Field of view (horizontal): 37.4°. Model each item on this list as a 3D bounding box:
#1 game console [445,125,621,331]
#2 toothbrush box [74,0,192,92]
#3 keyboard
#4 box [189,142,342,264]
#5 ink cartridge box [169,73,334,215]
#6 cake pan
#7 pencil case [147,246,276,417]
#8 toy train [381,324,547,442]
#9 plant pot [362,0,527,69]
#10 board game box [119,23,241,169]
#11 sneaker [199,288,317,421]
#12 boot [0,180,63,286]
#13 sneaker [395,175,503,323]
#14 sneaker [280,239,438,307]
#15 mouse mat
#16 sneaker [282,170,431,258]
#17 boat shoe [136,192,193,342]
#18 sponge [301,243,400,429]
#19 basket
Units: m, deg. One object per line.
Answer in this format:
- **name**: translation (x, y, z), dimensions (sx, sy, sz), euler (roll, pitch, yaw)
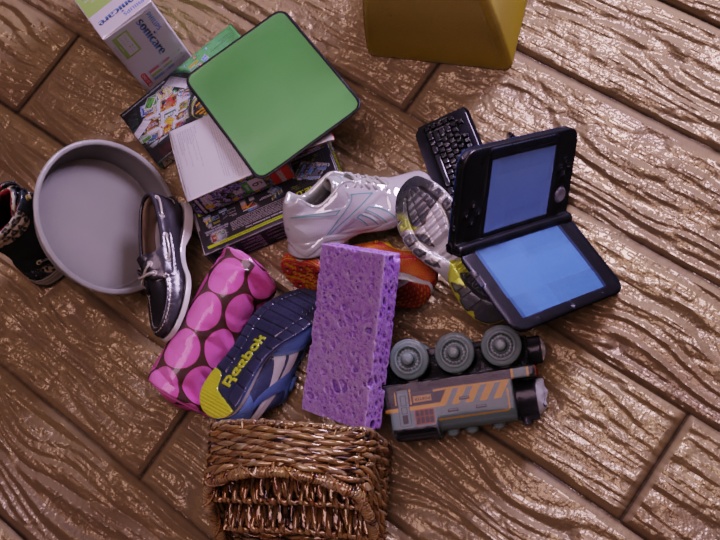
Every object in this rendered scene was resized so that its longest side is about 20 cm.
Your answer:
- **game console**: translation (0.203, -0.052, 1.171), dimensions (0.118, 0.199, 0.172), euler (27, 122, 40)
- **toothbrush box**: translation (-0.336, -0.366, 1.461), dimensions (0.086, 0.146, 0.200), euler (-39, 67, -2)
- **keyboard**: translation (0.152, -0.115, 1.310), dimensions (0.126, 0.021, 0.201), euler (-22, 68, 7)
- **box**: translation (-0.125, -0.117, 1.371), dimensions (0.199, 0.044, 0.161), euler (-23, 67, 6)
- **ink cartridge box**: translation (-0.133, -0.158, 1.337), dimensions (0.199, 0.050, 0.110), euler (-22, 65, 6)
- **cake pan**: translation (-0.324, -0.064, 1.340), dimensions (0.037, 0.199, 0.202), euler (-20, 61, 47)
- **pencil case**: translation (-0.175, 0.075, 1.293), dimensions (0.093, 0.091, 0.201), euler (33, 79, -17)
- **toy train**: translation (0.114, 0.129, 1.204), dimensions (0.199, 0.085, 0.115), euler (-9, 81, 10)
- **plant pot**: translation (0.105, -0.394, 1.338), dimensions (0.199, 0.176, 0.201), euler (10, 74, 17)
- **board game box**: translation (-0.224, -0.239, 1.453), dimensions (0.200, 0.023, 0.105), euler (-39, 64, -1)
- **sneaker**: translation (-0.108, 0.107, 1.273), dimensions (0.074, 0.082, 0.200), euler (29, 70, 37)
- **boot**: translation (-0.391, -0.084, 1.369), dimensions (0.073, 0.154, 0.204), euler (37, 84, 25)
- **sneaker**: translation (0.110, -0.021, 1.243), dimensions (0.074, 0.085, 0.201), euler (-36, 77, 14)
- **sneaker**: translation (0.000, 0.000, 1.294), dimensions (0.199, 0.073, 0.077), euler (7, 48, 16)
- **mouse mat**: translation (-0.111, -0.222, 1.325), dimensions (0.161, 0.008, 0.200), euler (-36, 64, -3)
- **sneaker**: translation (-0.002, -0.085, 1.282), dimensions (0.199, 0.081, 0.070), euler (-23, 29, -16)
- **boat shoe**: translation (-0.246, -0.008, 1.304), dimensions (0.074, 0.060, 0.201), euler (-31, 48, 41)
- **sponge**: translation (-0.012, 0.072, 1.213), dimensions (0.111, 0.030, 0.201), euler (13, 98, 47)
- **basket**: translation (-0.074, 0.249, 1.172), dimensions (0.199, 0.143, 0.150), euler (1, 70, 15)
